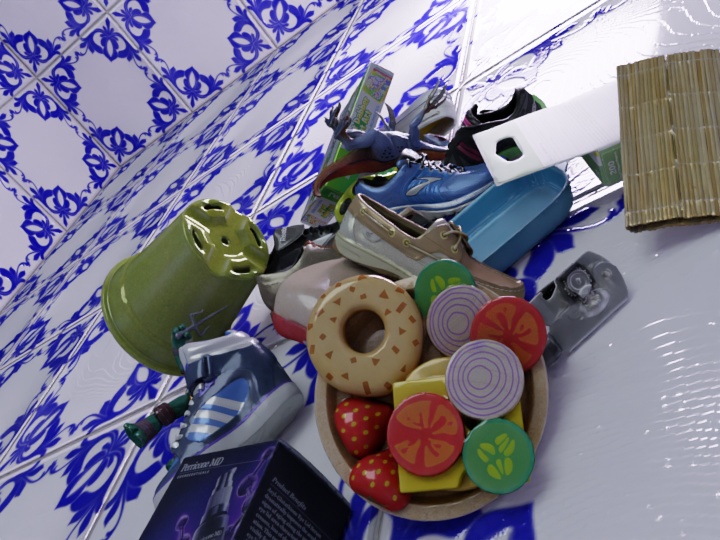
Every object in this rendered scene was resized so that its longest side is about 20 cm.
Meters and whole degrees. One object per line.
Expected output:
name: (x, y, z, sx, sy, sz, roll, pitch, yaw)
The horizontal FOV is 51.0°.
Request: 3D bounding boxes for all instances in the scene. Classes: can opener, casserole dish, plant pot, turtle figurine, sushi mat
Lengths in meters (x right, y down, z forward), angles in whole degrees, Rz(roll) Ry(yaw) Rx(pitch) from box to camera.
can opener: (0.143, 0.064, 0.647, 0.200, 0.053, 0.067, -42, -8, 0)
casserole dish: (0.147, -0.043, 0.812, 0.199, 0.039, 0.121, -41, 24, 4)
plant pot: (-0.223, 0.009, 1.030, 0.184, 0.199, 0.202, -43, 19, 34)
turtle figurine: (-0.185, 0.149, 0.926, 0.148, 0.101, 0.201, 26, 59, 20)
sushi mat: (0.282, -0.122, 0.677, 0.094, 0.012, 0.203, -5, 55, 22)

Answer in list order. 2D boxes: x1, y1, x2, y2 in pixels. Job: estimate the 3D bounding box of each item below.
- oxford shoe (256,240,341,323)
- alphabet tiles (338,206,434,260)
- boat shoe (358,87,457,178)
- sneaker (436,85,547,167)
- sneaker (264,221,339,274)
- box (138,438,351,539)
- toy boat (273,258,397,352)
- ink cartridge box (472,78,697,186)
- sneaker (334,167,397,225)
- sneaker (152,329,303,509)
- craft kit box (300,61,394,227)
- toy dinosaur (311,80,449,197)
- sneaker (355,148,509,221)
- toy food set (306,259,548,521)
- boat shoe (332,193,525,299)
oxford shoe: (-0.037, -0.011, 0.944, 0.198, 0.076, 0.070, -30, 0, -19)
alphabet tiles: (0.000, 0.000, 0.873, 0.199, 0.008, 0.167, -36, -14, 13)
boat shoe: (0.067, -0.182, 1.131, 0.199, 0.070, 0.071, -38, 48, 26)
sneaker: (0.143, -0.163, 0.960, 0.199, 0.084, 0.077, -34, 24, 16)
sneaker: (-0.077, -0.034, 1.066, 0.199, 0.091, 0.067, -34, 24, 16)
box: (-0.118, 0.258, 0.626, 0.147, 0.105, 0.201, -21, 31, 39)
toy boat: (0.003, 0.076, 0.739, 0.198, 0.133, 0.130, 26, 31, 29)
ink cartridge box: (0.226, -0.134, 0.779, 0.197, 0.048, 0.146, -22, 28, 10)
sneaker: (0.033, -0.099, 1.030, 0.199, 0.074, 0.084, -38, -4, -42)
sneaker: (-0.174, 0.155, 0.832, 0.200, 0.081, 0.146, -41, 62, -18)
craft kit box: (-0.024, -0.179, 1.135, 0.198, 0.048, 0.203, 137, 153, -74)
toy dinosaur: (0.038, -0.159, 0.995, 0.203, 0.180, 0.105, -66, 26, 1)
sneaker: (0.082, -0.106, 0.905, 0.197, 0.091, 0.079, -15, 8, 12)
toy food set: (0.053, 0.091, 0.597, 0.194, 0.049, 0.203, -10, 68, 13)
boat shoe: (0.068, -0.017, 0.723, 0.074, 0.197, 0.067, -30, -41, -70)
